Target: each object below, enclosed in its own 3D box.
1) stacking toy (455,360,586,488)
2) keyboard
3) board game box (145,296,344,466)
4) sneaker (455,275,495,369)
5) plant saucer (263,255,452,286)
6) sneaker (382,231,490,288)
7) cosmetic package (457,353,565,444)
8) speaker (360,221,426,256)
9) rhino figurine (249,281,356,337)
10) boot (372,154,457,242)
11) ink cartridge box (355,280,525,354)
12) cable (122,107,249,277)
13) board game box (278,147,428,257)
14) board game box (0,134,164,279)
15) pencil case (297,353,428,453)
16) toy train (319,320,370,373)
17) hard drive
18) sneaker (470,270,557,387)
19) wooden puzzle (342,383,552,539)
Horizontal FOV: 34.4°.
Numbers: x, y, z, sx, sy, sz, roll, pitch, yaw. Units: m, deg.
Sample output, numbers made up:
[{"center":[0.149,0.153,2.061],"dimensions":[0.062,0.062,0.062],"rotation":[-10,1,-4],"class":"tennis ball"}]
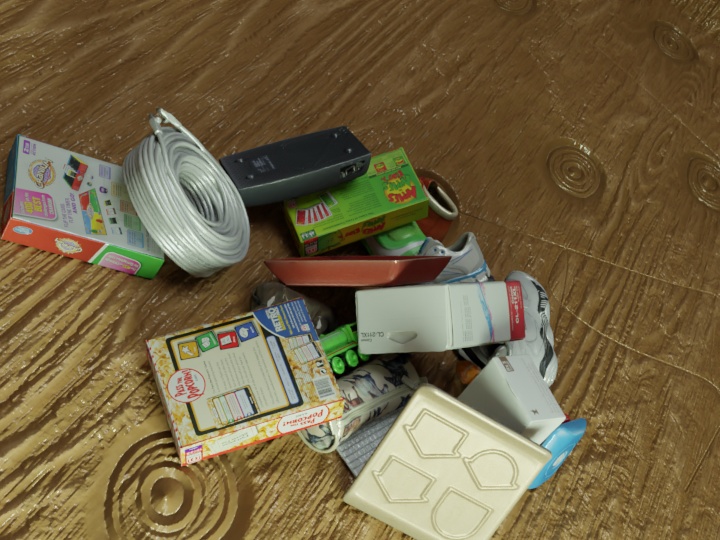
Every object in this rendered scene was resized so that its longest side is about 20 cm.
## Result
[{"center":[0.203,0.197,1.616],"dimensions":[0.200,0.110,0.116],"rotation":[42,20,23],"class":"stacking toy"},{"center":[0.040,0.213,1.522],"dimensions":[0.056,0.011,0.199],"rotation":[50,38,15],"class":"keyboard"},{"center":[-0.137,0.127,1.366],"dimensions":[0.198,0.047,0.153],"rotation":[-14,57,-16],"class":"board game box"},{"center":[0.169,0.051,1.734],"dimensions":[0.075,0.088,0.201],"rotation":[7,47,-35],"class":"sneaker"},{"center":[0.000,0.000,1.569],"dimensions":[0.200,0.197,0.037],"rotation":[-7,97,-65],"class":"plant saucer"},{"center":[0.088,0.001,1.669],"dimensions":[0.198,0.088,0.075],"rotation":[-24,21,-19],"class":"sneaker"},{"center":[0.161,0.205,1.473],"dimensions":[0.073,0.200,0.102],"rotation":[-1,52,-40],"class":"cosmetic package"},{"center":[0.032,-0.078,1.759],"dimensions":[0.088,0.089,0.201],"rotation":[-7,56,-44],"class":"speaker"},{"center":[-0.064,0.072,1.542],"dimensions":[0.198,0.060,0.088],"rotation":[20,44,-30],"class":"rhino figurine"},{"center":[0.073,-0.126,1.826],"dimensions":[0.075,0.108,0.200],"rotation":[-20,64,-47],"class":"boot"},{"center":[0.107,0.059,1.519],"dimensions":[0.199,0.144,0.084],"rotation":[-1,87,-56],"class":"ink cartridge box"},{"center":[-0.225,-0.089,1.514],"dimensions":[0.200,0.069,0.201],"rotation":[42,28,-43],"class":"cable"},{"center":[-0.011,-0.099,1.691],"dimensions":[0.198,0.048,0.102],"rotation":[-19,61,-12],"class":"board game box"},{"center":[-0.349,-0.081,1.476],"dimensions":[0.198,0.040,0.154],"rotation":[17,42,-27],"class":"board game box"},{"center":[-0.002,0.165,1.471],"dimensions":[0.199,0.089,0.079],"rotation":[-21,95,-50],"class":"pencil case"},{"center":[-0.018,0.098,1.504],"dimensions":[0.199,0.042,0.057],"rotation":[-20,85,-55],"class":"toy train"},{"center":[-0.093,-0.149,1.668],"dimensions":[0.198,0.043,0.135],"rotation":[-17,31,-13],"class":"hard drive"},{"center":[0.212,0.073,1.659],"dimensions":[0.114,0.075,0.202],"rotation":[21,45,-32],"class":"sneaker"},{"center":[0.102,0.240,1.393],"dimensions":[0.184,0.201,0.046],"rotation":[29,24,-11],"class":"wooden puzzle"}]
